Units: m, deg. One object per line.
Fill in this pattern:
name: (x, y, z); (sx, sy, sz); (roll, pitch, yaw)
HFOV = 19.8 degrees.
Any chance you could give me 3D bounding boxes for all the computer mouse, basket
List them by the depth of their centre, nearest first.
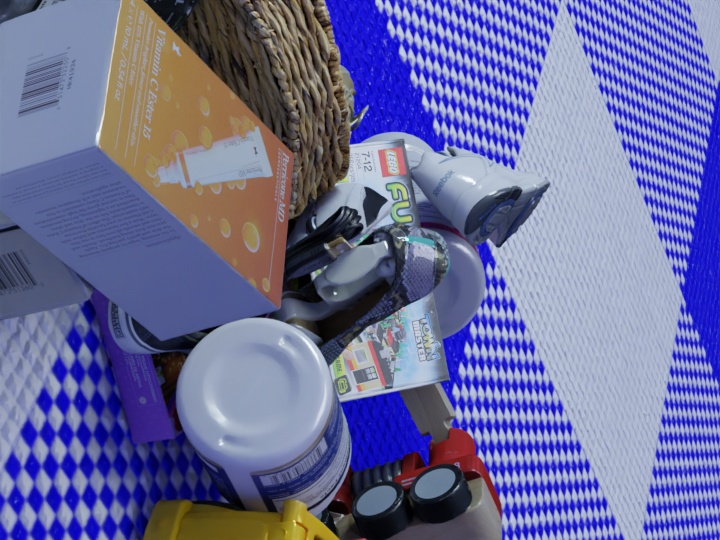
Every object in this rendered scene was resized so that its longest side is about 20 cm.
basket: (-0.060, -0.155, 1.524); (0.149, 0.142, 0.201); (-38, 129, -41)
computer mouse: (-0.030, -0.030, 1.535); (0.044, 0.109, 0.200); (55, 18, -3)

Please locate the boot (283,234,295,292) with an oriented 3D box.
boot: (-0.057, -0.001, 1.730); (0.144, 0.070, 0.202); (-39, 109, -76)

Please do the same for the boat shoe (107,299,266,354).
boat shoe: (-0.109, 0.029, 1.503); (0.200, 0.056, 0.069); (-11, 90, -65)

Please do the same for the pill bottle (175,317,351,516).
pill bottle: (-0.065, 0.119, 1.514); (0.200, 0.110, 0.112); (76, 14, -67)

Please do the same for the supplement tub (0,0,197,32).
supplement tub: (-0.209, -0.214, 1.376); (0.200, 0.122, 0.123); (-1, 82, -52)

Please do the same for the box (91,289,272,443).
box: (-0.131, 0.031, 1.571); (0.200, 0.039, 0.138); (-40, 118, -62)

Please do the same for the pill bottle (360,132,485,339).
pill bottle: (0.040, -0.034, 1.817); (0.200, 0.113, 0.114); (-103, 168, -57)

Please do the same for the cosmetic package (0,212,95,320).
cosmetic package: (-0.203, -0.059, 1.376); (0.071, 0.105, 0.200); (62, 29, -30)

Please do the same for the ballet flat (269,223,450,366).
ballet flat: (-0.024, 0.024, 1.553); (0.072, 0.200, 0.072); (36, 34, -29)

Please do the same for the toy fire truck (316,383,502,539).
toy fire truck: (0.021, 0.165, 1.703); (0.200, 0.175, 0.129); (-84, 153, -58)

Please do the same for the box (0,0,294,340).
box: (-0.136, -0.063, 1.287); (0.200, 0.097, 0.125); (44, 41, -47)

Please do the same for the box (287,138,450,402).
box: (0.000, 0.000, 1.654); (0.110, 0.035, 0.201); (-10, 87, -28)

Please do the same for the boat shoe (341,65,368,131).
boat shoe: (-0.041, -0.118, 1.755); (0.063, 0.073, 0.200); (39, 30, 0)

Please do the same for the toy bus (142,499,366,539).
toy bus: (-0.043, 0.249, 1.499); (0.200, 0.191, 0.136); (52, 35, -48)

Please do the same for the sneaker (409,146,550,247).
sneaker: (0.101, -0.071, 1.739); (0.087, 0.075, 0.200); (39, 8, 13)
